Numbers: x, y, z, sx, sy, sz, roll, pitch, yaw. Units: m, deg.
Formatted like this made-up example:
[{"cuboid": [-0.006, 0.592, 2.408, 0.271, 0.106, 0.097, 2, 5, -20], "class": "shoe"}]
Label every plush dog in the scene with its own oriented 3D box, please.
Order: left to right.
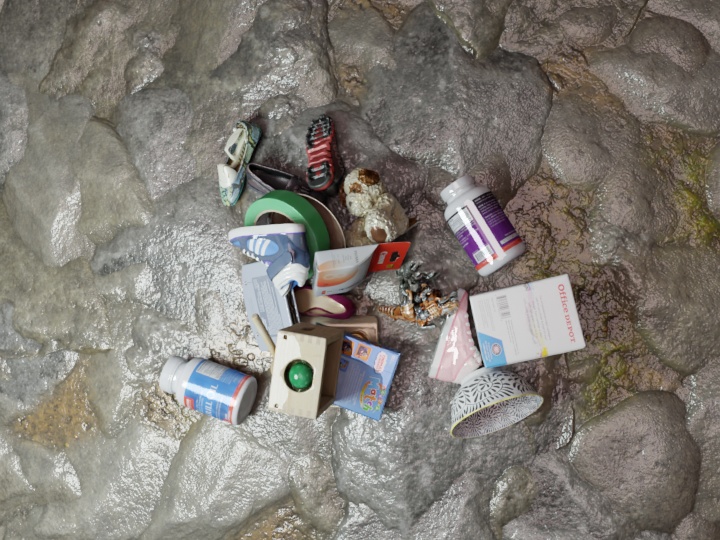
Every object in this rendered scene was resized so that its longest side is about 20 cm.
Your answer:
[{"cuboid": [0.028, -0.142, 1.379, 0.160, 0.200, 0.173, -30, 92, -26], "class": "plush dog"}]

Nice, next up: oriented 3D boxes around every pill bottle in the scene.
[{"cuboid": [-0.341, 0.262, 1.434, 0.198, 0.112, 0.114, 17, 90, 11], "class": "pill bottle"}, {"cuboid": [0.252, -0.097, 1.350, 0.112, 0.112, 0.201, -31, 82, 7], "class": "pill bottle"}]

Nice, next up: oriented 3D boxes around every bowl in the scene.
[{"cuboid": [0.263, 0.257, 1.311, 0.199, 0.201, 0.095, -23, 59, 8], "class": "bowl"}]

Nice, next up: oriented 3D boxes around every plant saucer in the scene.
[{"cuboid": [-0.108, -0.082, 1.408, 0.198, 0.037, 0.203, 18, 127, 24], "class": "plant saucer"}]

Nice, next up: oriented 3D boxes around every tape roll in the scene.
[{"cuboid": [-0.161, -0.073, 1.394, 0.198, 0.048, 0.203, 18, 127, 25], "class": "tape roll"}]

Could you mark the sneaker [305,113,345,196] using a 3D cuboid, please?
[{"cuboid": [-0.078, -0.252, 1.438, 0.070, 0.098, 0.203, -13, 62, 21], "class": "sneaker"}]

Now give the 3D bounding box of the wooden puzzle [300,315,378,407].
[{"cuboid": [-0.051, 0.202, 1.420, 0.182, 0.046, 0.203, -1, 87, 10], "class": "wooden puzzle"}]

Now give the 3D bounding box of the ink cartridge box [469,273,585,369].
[{"cuboid": [0.334, 0.102, 1.309, 0.197, 0.145, 0.149, -12, 85, 9], "class": "ink cartridge box"}]

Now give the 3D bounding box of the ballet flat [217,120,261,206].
[{"cuboid": [-0.292, -0.250, 1.472, 0.073, 0.074, 0.203, 17, 87, 10], "class": "ballet flat"}]

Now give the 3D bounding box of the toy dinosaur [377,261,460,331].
[{"cuboid": [0.117, 0.062, 1.357, 0.197, 0.102, 0.138, -5, 70, 20], "class": "toy dinosaur"}]

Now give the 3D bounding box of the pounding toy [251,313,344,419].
[{"cuboid": [-0.128, 0.180, 1.276, 0.140, 0.200, 0.187, 8, 93, 11], "class": "pounding toy"}]

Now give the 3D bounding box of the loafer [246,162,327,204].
[{"cuboid": [-0.171, -0.189, 1.446, 0.198, 0.063, 0.073, 20, 68, 11], "class": "loafer"}]

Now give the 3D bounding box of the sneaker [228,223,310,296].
[{"cuboid": [-0.192, -0.018, 1.335, 0.198, 0.080, 0.149, -3, 91, 30], "class": "sneaker"}]

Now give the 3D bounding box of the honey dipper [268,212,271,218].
[{"cuboid": [-0.142, -0.116, 1.460, 0.198, 0.038, 0.038, 19, 90, 7], "class": "honey dipper"}]

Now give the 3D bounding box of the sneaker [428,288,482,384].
[{"cuboid": [0.220, 0.146, 1.364, 0.103, 0.075, 0.203, 17, 93, 8], "class": "sneaker"}]

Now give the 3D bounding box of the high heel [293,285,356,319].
[{"cuboid": [-0.108, 0.067, 1.411, 0.197, 0.096, 0.068, 4, 88, 10], "class": "high heel"}]

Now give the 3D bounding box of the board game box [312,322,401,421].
[{"cuboid": [-0.028, 0.216, 1.378, 0.198, 0.037, 0.153, 18, 94, 10], "class": "board game box"}]

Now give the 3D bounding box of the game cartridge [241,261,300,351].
[{"cuboid": [-0.200, 0.077, 1.426, 0.132, 0.040, 0.203, -10, 94, 33], "class": "game cartridge"}]

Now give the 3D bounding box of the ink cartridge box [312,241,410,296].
[{"cuboid": [0.000, 0.000, 1.339, 0.197, 0.162, 0.051, -5, 70, -8], "class": "ink cartridge box"}]
